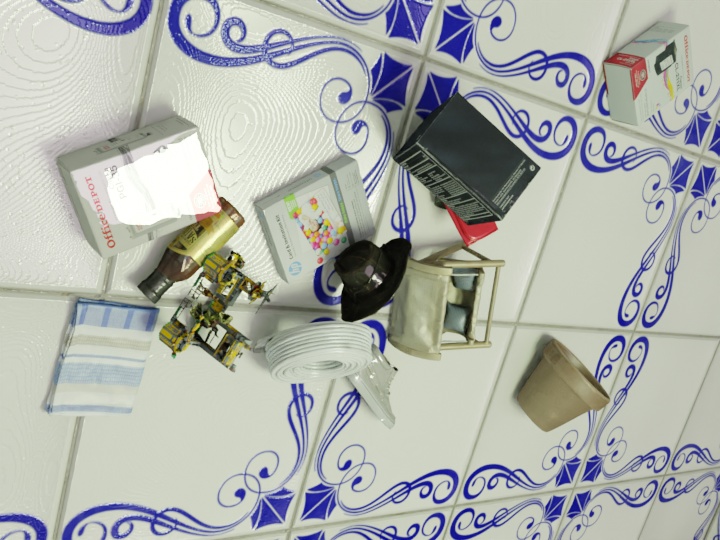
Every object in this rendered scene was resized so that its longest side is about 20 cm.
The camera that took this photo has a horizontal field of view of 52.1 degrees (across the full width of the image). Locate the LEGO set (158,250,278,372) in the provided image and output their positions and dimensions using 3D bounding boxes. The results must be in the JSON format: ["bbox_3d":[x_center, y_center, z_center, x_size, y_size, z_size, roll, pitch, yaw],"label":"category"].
[{"bbox_3d":[-0.222,0.079,1.214,0.201,0.115,0.154,-55,163,-8],"label":"LEGO set"}]

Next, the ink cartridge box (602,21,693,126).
[{"bbox_3d":[0.649,-0.444,1.653,0.199,0.083,0.147,-36,126,-16],"label":"ink cartridge box"}]

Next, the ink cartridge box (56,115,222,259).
[{"bbox_3d":[-0.326,-0.125,1.102,0.198,0.083,0.148,-26,123,-24],"label":"ink cartridge box"}]

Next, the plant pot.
[{"bbox_3d":[0.484,0.300,1.818,0.175,0.201,0.200,-44,131,12],"label":"plant pot"}]

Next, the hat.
[{"bbox_3d":[0.000,0.000,1.330,0.081,0.200,0.202,35,88,-23],"label":"hat"}]

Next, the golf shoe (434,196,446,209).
[{"bbox_3d":[0.232,-0.174,1.497,0.197,0.077,0.089,-12,86,-22],"label":"golf shoe"}]

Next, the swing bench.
[{"bbox_3d":[0.171,0.063,1.509,0.198,0.129,0.202,-10,116,-31],"label":"swing bench"}]

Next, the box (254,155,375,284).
[{"bbox_3d":[-0.077,-0.092,1.322,0.198,0.041,0.158,-30,125,-20],"label":"box"}]

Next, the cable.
[{"bbox_3d":[-0.074,0.150,1.346,0.198,0.199,0.070,13,60,-41],"label":"cable"}]

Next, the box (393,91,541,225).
[{"bbox_3d":[0.184,-0.192,1.313,0.198,0.200,0.124,39,85,-8],"label":"box"}]

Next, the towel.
[{"bbox_3d":[-0.417,0.147,1.198,0.145,0.024,0.203,11,103,-39],"label":"towel"}]

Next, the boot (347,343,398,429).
[{"bbox_3d":[0.047,0.243,1.535,0.095,0.074,0.201,-38,126,-7],"label":"boot"}]

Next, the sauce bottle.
[{"bbox_3d":[-0.275,-0.031,1.191,0.200,0.066,0.066,-47,129,-11],"label":"sauce bottle"}]

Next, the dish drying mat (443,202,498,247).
[{"bbox_3d":[0.192,-0.152,1.428,0.076,0.018,0.202,-28,92,-12],"label":"dish drying mat"}]
